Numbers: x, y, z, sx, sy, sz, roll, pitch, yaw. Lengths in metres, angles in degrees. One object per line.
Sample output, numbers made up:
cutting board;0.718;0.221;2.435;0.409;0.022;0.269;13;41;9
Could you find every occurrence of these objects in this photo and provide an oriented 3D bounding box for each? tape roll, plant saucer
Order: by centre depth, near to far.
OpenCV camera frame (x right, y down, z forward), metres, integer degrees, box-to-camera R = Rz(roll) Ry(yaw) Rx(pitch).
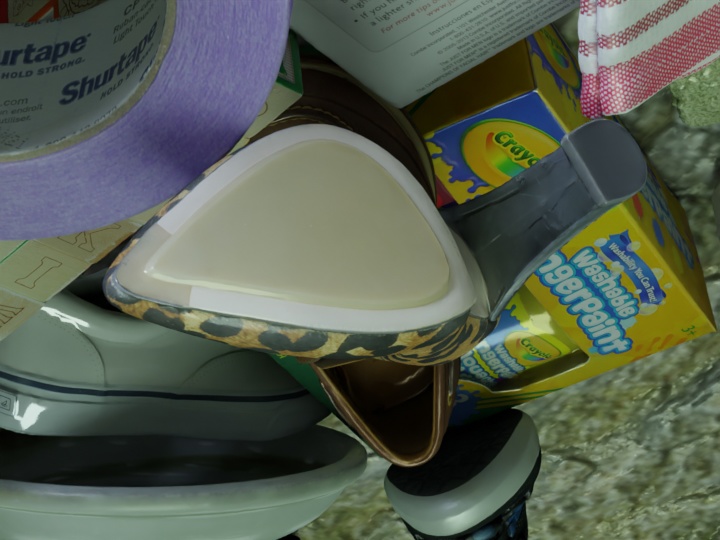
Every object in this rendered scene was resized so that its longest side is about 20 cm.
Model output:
tape roll;-0.115;-0.101;0.647;0.199;0.066;0.201;3;136;3
plant saucer;-0.096;0.099;1.000;0.199;0.051;0.200;0;-174;0

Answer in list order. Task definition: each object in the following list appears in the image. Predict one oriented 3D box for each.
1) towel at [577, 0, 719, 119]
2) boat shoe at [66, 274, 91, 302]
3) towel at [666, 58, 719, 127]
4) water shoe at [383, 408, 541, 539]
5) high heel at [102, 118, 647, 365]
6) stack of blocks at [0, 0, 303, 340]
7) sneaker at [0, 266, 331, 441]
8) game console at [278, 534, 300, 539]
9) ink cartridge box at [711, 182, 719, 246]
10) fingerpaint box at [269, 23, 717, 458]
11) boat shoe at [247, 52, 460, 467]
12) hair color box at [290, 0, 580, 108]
towel;0.114;-0.160;0.715;0.146;0.030;0.201;-34;134;-32
boat shoe;-0.212;0.039;0.974;0.199;0.068;0.074;-32;141;-11
towel;0.168;-0.130;0.860;0.147;0.037;0.200;-14;144;8
water shoe;0.056;0.108;1.046;0.071;0.079;0.200;-23;-177;3
high heel;-0.018;0.011;0.722;0.199;0.072;0.142;-13;163;-39
stack of blocks;-0.111;-0.064;0.818;0.058;0.116;0.200;24;133;-37
sneaker;-0.075;0.030;0.983;0.199;0.073;0.071;0;109;-49
game console;-0.123;0.189;1.159;0.199;0.119;0.171;9;140;-24
ink cartridge box;0.240;0.029;0.928;0.144;0.201;0.147;-5;162;-8
fingerpaint box;0.033;-0.016;0.952;0.166;0.074;0.200;-22;143;17
boat shoe;0.000;0.000;0.850;0.072;0.068;0.200;-14;141;9
hair color box;-0.008;-0.141;0.721;0.111;0.064;0.200;-27;142;26
